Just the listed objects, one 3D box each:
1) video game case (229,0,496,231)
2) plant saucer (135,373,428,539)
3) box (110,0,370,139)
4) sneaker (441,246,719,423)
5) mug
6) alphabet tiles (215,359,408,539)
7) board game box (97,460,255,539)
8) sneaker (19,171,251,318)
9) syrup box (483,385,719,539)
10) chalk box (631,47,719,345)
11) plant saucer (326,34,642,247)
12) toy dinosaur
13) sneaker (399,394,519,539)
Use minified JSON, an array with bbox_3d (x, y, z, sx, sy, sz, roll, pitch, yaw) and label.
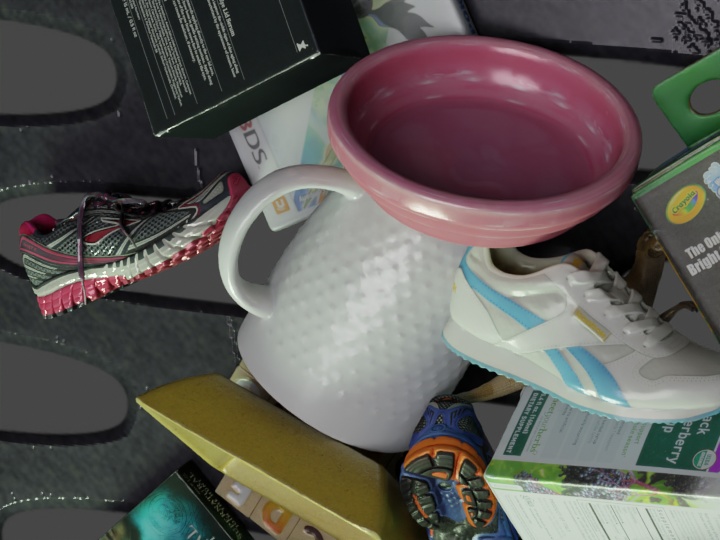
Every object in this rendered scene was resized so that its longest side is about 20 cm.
[{"bbox_3d":[-0.014,-0.143,1.587,0.199,0.022,0.183,-21,95,27],"label":"video game case"},{"bbox_3d":[-0.038,0.139,1.588,0.199,0.200,0.049,27,80,20],"label":"plant saucer"},{"bbox_3d":[-0.096,-0.207,1.551,0.141,0.079,0.201,-24,80,30],"label":"box"},{"bbox_3d":[0.145,0.036,1.422,0.199,0.076,0.081,19,112,23],"label":"sneaker"},{"bbox_3d":[0.000,0.000,1.533,0.199,0.148,0.176,21,114,-25],"label":"mug"},{"bbox_3d":[-0.018,0.140,1.674,0.200,0.008,0.168,37,117,10],"label":"alphabet tiles"},{"bbox_3d":[-0.113,0.261,1.739,0.135,0.028,0.200,-42,86,26],"label":"board game box"},{"bbox_3d":[-0.167,-0.029,1.653,0.199,0.081,0.075,-22,93,28],"label":"sneaker"},{"bbox_3d":[0.189,0.130,1.448,0.199,0.079,0.082,1,138,35],"label":"syrup box"},{"bbox_3d":[0.260,-0.044,1.439,0.125,0.124,0.201,-30,90,28],"label":"chalk box"},{"bbox_3d":[0.077,-0.078,1.462,0.200,0.201,0.051,21,129,17],"label":"plant saucer"},{"bbox_3d":[0.155,0.051,1.541,0.200,0.058,0.101,-40,88,3],"label":"toy dinosaur"},{"bbox_3d":[0.075,0.160,1.547,0.075,0.079,0.201,0,137,11],"label":"sneaker"}]
